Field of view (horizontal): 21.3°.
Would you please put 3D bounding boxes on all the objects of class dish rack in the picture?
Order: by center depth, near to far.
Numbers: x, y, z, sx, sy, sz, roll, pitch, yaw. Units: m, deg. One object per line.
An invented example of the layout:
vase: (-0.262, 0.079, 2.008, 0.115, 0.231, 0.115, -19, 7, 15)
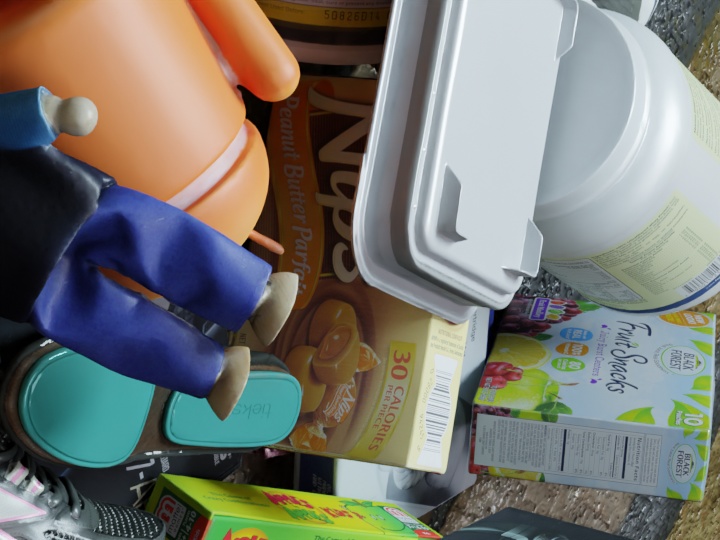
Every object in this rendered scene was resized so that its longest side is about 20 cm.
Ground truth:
dish rack: (0.060, -0.080, 0.936, 0.171, 0.043, 0.201, 24, 73, -63)

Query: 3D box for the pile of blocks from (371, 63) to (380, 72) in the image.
pile of blocks: (0.039, -0.200, 1.026, 0.062, 0.082, 0.201, -24, 126, -44)

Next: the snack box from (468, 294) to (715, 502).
snack box: (0.151, 0.075, 1.205, 0.200, 0.141, 0.053, -61, 156, -68)

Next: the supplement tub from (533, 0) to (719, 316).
supplement tub: (0.140, -0.065, 1.108, 0.200, 0.145, 0.146, 29, 85, -56)

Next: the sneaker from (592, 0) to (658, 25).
sneaker: (0.166, -0.242, 1.174, 0.079, 0.078, 0.201, -35, 133, -29)

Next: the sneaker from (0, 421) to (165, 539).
sneaker: (-0.173, 0.101, 0.865, 0.199, 0.080, 0.087, 13, 104, -34)

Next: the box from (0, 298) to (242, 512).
box: (-0.138, 0.054, 0.966, 0.160, 0.043, 0.201, -34, 133, -38)

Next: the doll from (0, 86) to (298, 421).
doll: (-0.131, -0.008, 0.780, 0.137, 0.199, 0.049, -57, -169, 18)

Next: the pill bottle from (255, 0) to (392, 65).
pill bottle: (-0.012, -0.209, 0.926, 0.112, 0.112, 0.201, -21, 125, -46)

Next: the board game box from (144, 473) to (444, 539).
board game box: (-0.047, 0.176, 1.060, 0.199, 0.048, 0.102, 15, 100, -50)

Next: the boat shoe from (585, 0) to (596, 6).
boat shoe: (0.113, -0.150, 1.166, 0.072, 0.066, 0.200, -59, 145, -11)

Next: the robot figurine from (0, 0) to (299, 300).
robot figurine: (-0.113, -0.071, 0.839, 0.144, 0.116, 0.201, -45, 119, -29)

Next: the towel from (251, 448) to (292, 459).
towel: (0.002, 0.013, 1.148, 0.144, 0.023, 0.201, -4, 112, -53)

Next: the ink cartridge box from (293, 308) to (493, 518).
ink cartridge box: (0.038, 0.056, 1.167, 0.200, 0.040, 0.201, -27, 128, -45)

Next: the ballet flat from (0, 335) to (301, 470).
ballet flat: (-0.112, 0.058, 0.904, 0.200, 0.068, 0.068, 13, 96, -54)

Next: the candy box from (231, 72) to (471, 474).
candy box: (0.000, 0.000, 1.013, 0.055, 0.115, 0.201, 23, 75, -64)

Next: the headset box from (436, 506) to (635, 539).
headset box: (0.087, 0.212, 1.039, 0.174, 0.199, 0.093, -18, 108, -40)
